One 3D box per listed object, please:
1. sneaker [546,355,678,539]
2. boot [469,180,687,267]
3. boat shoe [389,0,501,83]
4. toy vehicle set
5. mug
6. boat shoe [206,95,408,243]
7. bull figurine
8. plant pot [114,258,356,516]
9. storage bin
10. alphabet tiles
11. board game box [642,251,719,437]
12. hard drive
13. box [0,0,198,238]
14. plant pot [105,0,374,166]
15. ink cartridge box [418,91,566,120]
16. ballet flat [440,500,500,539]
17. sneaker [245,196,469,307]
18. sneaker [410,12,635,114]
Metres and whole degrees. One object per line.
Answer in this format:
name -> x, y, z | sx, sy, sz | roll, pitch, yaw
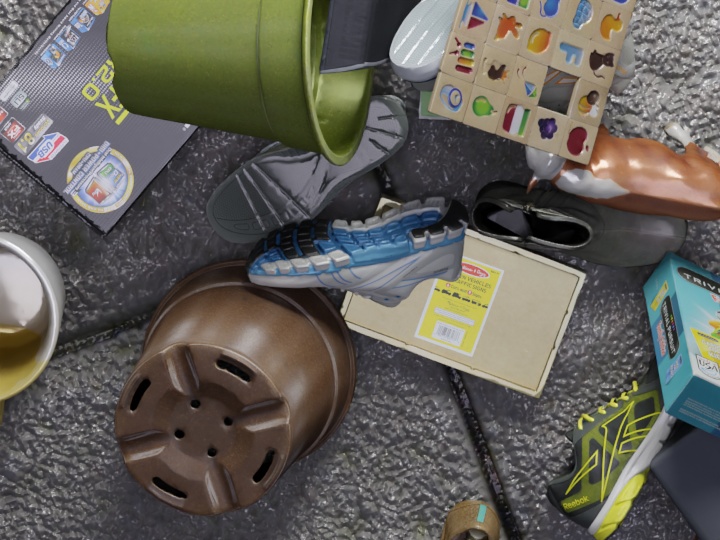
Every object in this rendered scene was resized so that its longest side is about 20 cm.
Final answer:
sneaker -> 0.234, 0.144, 1.756 | 0.085, 0.074, 0.200 | 26, 93, 8
boot -> 0.192, -0.033, 1.702 | 0.200, 0.131, 0.068 | 8, 99, 1
boat shoe -> 0.104, -0.209, 1.617 | 0.200, 0.074, 0.067 | -44, 140, -23
toy vehicle set -> 0.091, 0.024, 1.766 | 0.200, 0.027, 0.124 | 21, 99, -1
mug -> -0.338, 0.044, 1.718 | 0.149, 0.153, 0.187 | 37, 98, -4
boat shoe -> -0.045, -0.092, 1.739 | 0.202, 0.065, 0.074 | -34, 98, 10
bull figurine -> 0.228, -0.091, 1.692 | 0.200, 0.121, 0.065 | 16, 119, -3
plant pot -> -0.115, 0.108, 1.686 | 0.200, 0.198, 0.200 | 2, 103, 8
storage bin -> 0.335, 0.180, 1.705 | 0.146, 0.200, 0.134 | -42, 84, 29
alphabet tiles -> 0.149, -0.202, 1.585 | 0.167, 0.008, 0.200 | 16, 91, -32
board game box -> 0.326, 0.079, 1.667 | 0.151, 0.200, 0.047 | 25, 118, -12
hard drive -> 0.019, -0.236, 1.598 | 0.042, 0.200, 0.135 | 15, 111, 12
box -> -0.225, -0.156, 1.739 | 0.160, 0.044, 0.200 | 41, 97, -4
plant pot -> -0.104, -0.188, 1.627 | 0.190, 0.200, 0.200 | 2, 99, 15
ink cartridge box -> 0.125, -0.233, 1.718 | 0.145, 0.048, 0.200 | 2, 114, 2
ballet flat -> 0.086, 0.310, 1.786 | 0.068, 0.072, 0.200 | 16, 99, -2
sneaker -> 0.000, 0.000, 1.711 | 0.200, 0.075, 0.087 | -9, 125, -4
sneaker -> 0.143, -0.169, 1.682 | 0.200, 0.076, 0.092 | -10, 125, 13
